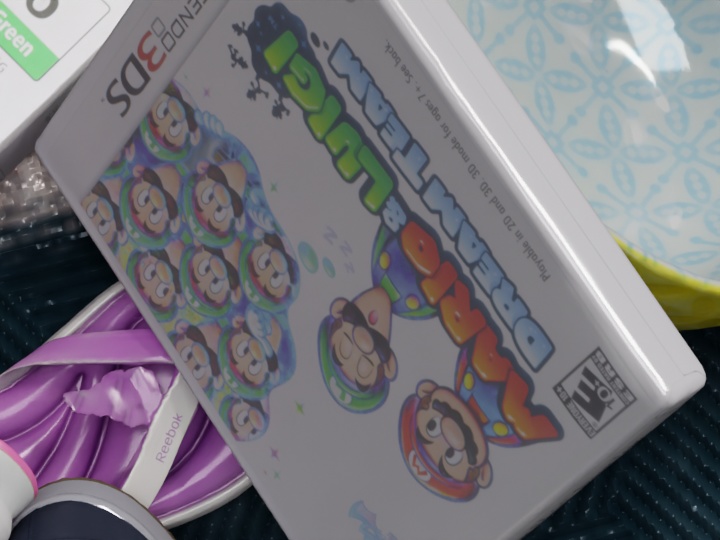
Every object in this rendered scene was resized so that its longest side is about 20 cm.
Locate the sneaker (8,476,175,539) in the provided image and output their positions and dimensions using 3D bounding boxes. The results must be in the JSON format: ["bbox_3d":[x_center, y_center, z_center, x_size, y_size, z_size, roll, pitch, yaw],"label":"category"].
[{"bbox_3d":[-0.040,0.156,0.828,0.070,0.109,0.200,-43,99,8],"label":"sneaker"}]

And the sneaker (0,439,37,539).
[{"bbox_3d":[-0.202,0.069,0.800,0.200,0.081,0.088,17,72,-4],"label":"sneaker"}]

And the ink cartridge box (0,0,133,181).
[{"bbox_3d":[-0.112,-0.116,0.900,0.200,0.050,0.109,-45,87,-5],"label":"ink cartridge box"}]

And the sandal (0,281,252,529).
[{"bbox_3d":[-0.092,0.056,0.882,0.202,0.050,0.083,-30,87,-6],"label":"sandal"}]

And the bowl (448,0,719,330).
[{"bbox_3d":[0.067,-0.059,0.859,0.200,0.108,0.200,19,54,-28],"label":"bowl"}]

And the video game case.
[{"bbox_3d":[-0.007,-0.005,0.799,0.024,0.182,0.200,-26,76,-39],"label":"video game case"}]
